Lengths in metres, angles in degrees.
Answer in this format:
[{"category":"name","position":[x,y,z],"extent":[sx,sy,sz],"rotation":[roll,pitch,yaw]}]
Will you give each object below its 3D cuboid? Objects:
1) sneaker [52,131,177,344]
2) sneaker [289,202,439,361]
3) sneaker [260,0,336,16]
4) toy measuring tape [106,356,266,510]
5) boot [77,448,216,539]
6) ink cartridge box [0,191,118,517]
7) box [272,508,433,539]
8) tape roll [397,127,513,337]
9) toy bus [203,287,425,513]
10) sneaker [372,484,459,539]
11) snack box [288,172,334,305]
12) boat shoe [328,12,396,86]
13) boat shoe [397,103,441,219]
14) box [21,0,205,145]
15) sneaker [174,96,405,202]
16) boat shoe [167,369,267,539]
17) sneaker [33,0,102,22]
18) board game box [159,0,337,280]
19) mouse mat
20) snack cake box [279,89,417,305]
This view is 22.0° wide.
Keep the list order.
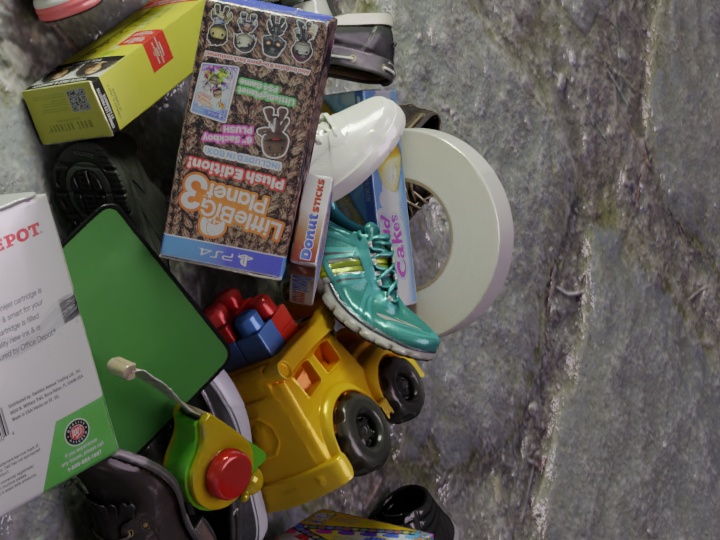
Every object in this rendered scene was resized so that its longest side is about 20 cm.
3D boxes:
[{"category":"sneaker","position":[-0.179,-0.020,1.492],"extent":[0.091,0.075,0.201],"rotation":[-52,134,-61]},{"category":"sneaker","position":[0.000,0.000,1.631],"extent":[0.200,0.080,0.077],"rotation":[47,17,17]},{"category":"sneaker","position":[-0.069,-0.260,1.710],"extent":[0.088,0.074,0.201],"rotation":[21,62,-49]},{"category":"toy measuring tape","position":[-0.142,0.139,1.462],"extent":[0.200,0.073,0.074],"rotation":[41,52,-46]},{"category":"boot","position":[-0.193,0.243,1.429],"extent":[0.200,0.069,0.175],"rotation":[53,53,-41]},{"category":"ink cartridge box","position":[-0.269,0.060,1.289],"extent":[0.146,0.084,0.201],"rotation":[-27,110,-43]},{"category":"box","position":[-0.033,0.340,1.607],"extent":[0.192,0.121,0.202],"rotation":[-24,118,-57]},{"category":"tape roll","position":[0.046,-0.034,1.739],"extent":[0.037,0.202,0.204],"rotation":[-11,96,-61]},{"category":"toy bus","position":[-0.057,0.089,1.643],"extent":[0.193,0.135,0.200],"rotation":[59,35,-11]},{"category":"sneaker","position":[0.039,0.298,1.818],"extent":[0.099,0.070,0.201],"rotation":[58,35,-35]},{"category":"snack box","position":[-0.041,-0.022,1.517],"extent":[0.200,0.024,0.072],"rotation":[104,-2,-80]},{"category":"boat shoe","position":[-0.060,-0.189,1.635],"extent":[0.199,0.072,0.068],"rotation":[-5,94,-23]},{"category":"boat shoe","position":[0.031,-0.088,1.843],"extent":[0.075,0.073,0.201],"rotation":[48,47,-45]},{"category":"box","position":[-0.183,-0.166,1.497],"extent":[0.200,0.075,0.050],"rotation":[-46,125,-50]},{"category":"sneaker","position":[-0.063,-0.110,1.601],"extent":[0.116,0.199,0.074],"rotation":[54,-1,-36]},{"category":"boat shoe","position":[-0.127,0.159,1.556],"extent":[0.057,0.068,0.201],"rotation":[-46,127,-50]},{"category":"sneaker","position":[-0.209,-0.285,1.468],"extent":[0.087,0.073,0.201],"rotation":[61,39,-33]},{"category":"board game box","position":[-0.086,-0.109,1.465],"extent":[0.159,0.096,0.201],"rotation":[-80,-179,-80]},{"category":"mouse mat","position":[-0.198,0.062,1.428],"extent":[0.161,0.008,0.200],"rotation":[-45,131,-12]},{"category":"snack cake box","position":[-0.020,-0.061,1.714],"extent":[0.067,0.114,0.202],"rotation":[-11,95,-61]}]
